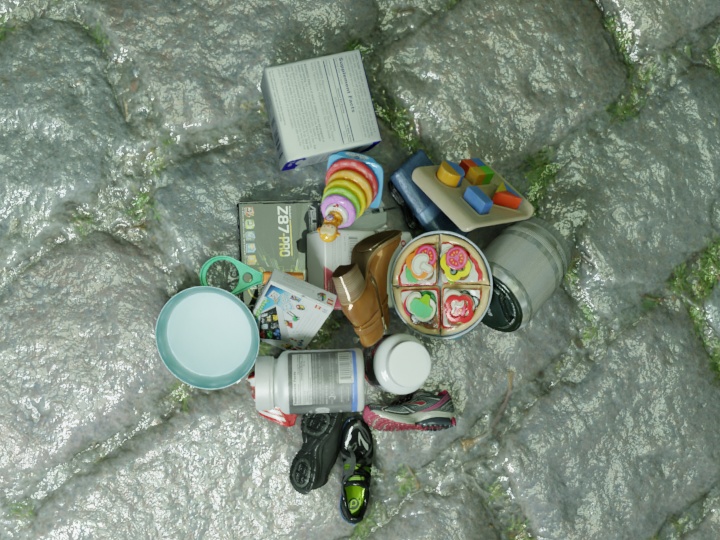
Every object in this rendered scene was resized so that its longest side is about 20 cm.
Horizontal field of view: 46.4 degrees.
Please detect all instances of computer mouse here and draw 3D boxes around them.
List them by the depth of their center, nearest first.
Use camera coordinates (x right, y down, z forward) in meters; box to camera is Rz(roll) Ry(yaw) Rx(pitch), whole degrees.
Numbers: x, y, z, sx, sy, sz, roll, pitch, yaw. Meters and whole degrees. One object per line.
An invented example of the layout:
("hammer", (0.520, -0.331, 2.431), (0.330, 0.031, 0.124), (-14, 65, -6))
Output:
("computer mouse", (0.017, -0.112, 1.680), (0.196, 0.044, 0.112), (-18, 91, -14))

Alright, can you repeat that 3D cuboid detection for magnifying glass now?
("magnifying glass", (-0.205, 0.014, 1.584), (0.195, 0.022, 0.082), (2, 88, -12))

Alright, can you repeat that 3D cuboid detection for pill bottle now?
("pill bottle", (-0.092, 0.202, 1.525), (0.195, 0.114, 0.117), (-2, 86, -4))
("pill bottle", (0.069, 0.176, 1.591), (0.108, 0.200, 0.114), (1, 84, -12))

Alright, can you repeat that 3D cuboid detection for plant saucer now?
("plant saucer", (-0.284, 0.123, 1.570), (0.195, 0.027, 0.205), (0, 105, 1))

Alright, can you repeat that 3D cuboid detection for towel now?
("towel", (0.143, -0.135, 1.691), (0.111, 0.048, 0.202), (-41, 98, -40))

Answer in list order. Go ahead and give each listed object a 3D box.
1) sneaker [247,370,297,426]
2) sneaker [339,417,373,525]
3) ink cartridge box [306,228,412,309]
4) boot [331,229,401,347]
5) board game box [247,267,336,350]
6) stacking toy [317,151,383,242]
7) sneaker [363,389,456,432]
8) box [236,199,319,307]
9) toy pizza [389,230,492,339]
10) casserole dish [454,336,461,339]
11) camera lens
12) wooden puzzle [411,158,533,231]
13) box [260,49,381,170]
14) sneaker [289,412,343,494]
("sneaker", (-0.112, 0.230, 1.621), (0.195, 0.078, 0.118), (-13, 97, -2))
("sneaker", (-0.004, 0.387, 1.619), (0.069, 0.083, 0.205), (4, 84, -12))
("ink cartridge box", (0.000, 0.000, 1.624), (0.196, 0.082, 0.151), (1, 85, -30))
("boot", (0.030, 0.029, 1.559), (0.200, 0.073, 0.157), (-42, 119, -36))
("board game box", (-0.135, 0.082, 1.557), (0.124, 0.201, 0.035), (24, 53, -10))
("stacking toy", (-0.036, -0.121, 1.560), (0.113, 0.111, 0.202), (14, 43, 11))
("sneaker", (0.094, 0.276, 1.656), (0.196, 0.080, 0.076), (5, 68, -26))
("box", (-0.158, -0.033, 1.632), (0.157, 0.049, 0.205), (-2, 88, -15))
("toy pizza", (0.149, 0.028, 1.572), (0.195, 0.032, 0.206), (1, 93, 14))
("casserole dish", (0.190, 0.038, 1.712), (0.118, 0.039, 0.205), (-1, 85, -13))
("camera lens", (0.305, 0.009, 1.657), (0.200, 0.159, 0.161), (-42, 96, -30))
("wooden puzzle", (0.226, -0.162, 1.649), (0.197, 0.047, 0.186), (-15, 51, -37))
("box", (-0.079, -0.312, 1.641), (0.195, 0.105, 0.188), (-14, 88, -13))
("sneaker", (-0.073, 0.324, 1.607), (0.075, 0.090, 0.204), (23, 95, 33))
